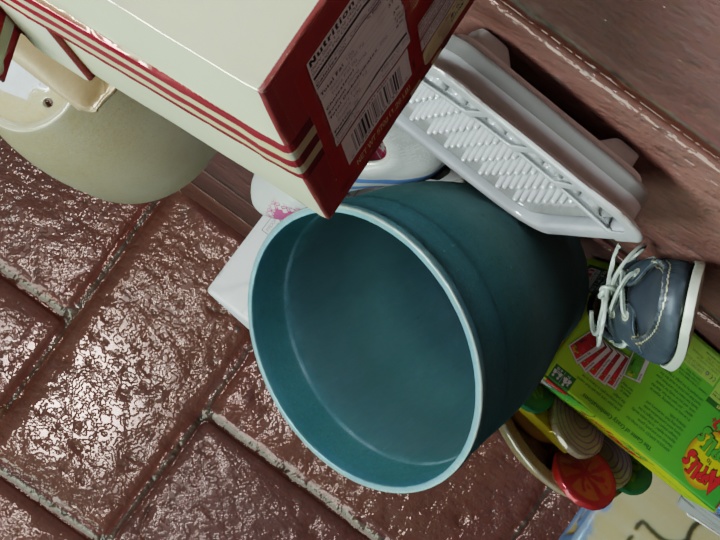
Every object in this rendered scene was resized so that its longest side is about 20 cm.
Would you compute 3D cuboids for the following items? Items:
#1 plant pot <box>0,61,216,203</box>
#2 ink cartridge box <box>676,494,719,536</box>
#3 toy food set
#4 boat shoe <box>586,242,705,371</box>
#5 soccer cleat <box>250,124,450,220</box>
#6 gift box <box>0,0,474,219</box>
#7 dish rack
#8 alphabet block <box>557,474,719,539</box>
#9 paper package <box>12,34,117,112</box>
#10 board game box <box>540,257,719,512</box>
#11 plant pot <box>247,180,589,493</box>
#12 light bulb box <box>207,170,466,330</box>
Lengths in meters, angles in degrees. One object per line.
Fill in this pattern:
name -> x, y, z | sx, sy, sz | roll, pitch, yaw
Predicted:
plant pot -> -0.223, -0.150, 1.200 | 0.187, 0.188, 0.200 | 34, -171, 12
ink cartridge box -> 0.380, 0.219, 1.406 | 0.146, 0.085, 0.200 | 33, 175, 15
toy food set -> 0.175, 0.097, 1.233 | 0.200, 0.198, 0.049 | 43, 134, -20
boat shoe -> 0.187, 0.021, 1.006 | 0.062, 0.075, 0.200 | 19, -178, 4
soccer cleat -> -0.024, -0.088, 1.094 | 0.199, 0.070, 0.086 | -13, 155, 41
gift box -> -0.059, -0.139, 0.596 | 0.186, 0.185, 0.200 | 32, 167, 12
dish rack -> 0.084, -0.085, 0.901 | 0.171, 0.044, 0.200 | 36, 174, -12
alphabet block -> 0.355, 0.305, 1.723 | 0.200, 0.196, 0.196 | 36, 176, 8
paper package -> -0.223, -0.228, 0.954 | 0.200, 0.103, 0.191 | 38, -163, -32
board game box -> 0.227, 0.090, 1.177 | 0.200, 0.102, 0.048 | 38, 175, -22
plant pot -> 0.057, 0.025, 1.051 | 0.200, 0.201, 0.188 | 32, -143, 29
light bulb box -> 0.000, 0.000, 1.288 | 0.125, 0.199, 0.200 | 35, 173, 19
